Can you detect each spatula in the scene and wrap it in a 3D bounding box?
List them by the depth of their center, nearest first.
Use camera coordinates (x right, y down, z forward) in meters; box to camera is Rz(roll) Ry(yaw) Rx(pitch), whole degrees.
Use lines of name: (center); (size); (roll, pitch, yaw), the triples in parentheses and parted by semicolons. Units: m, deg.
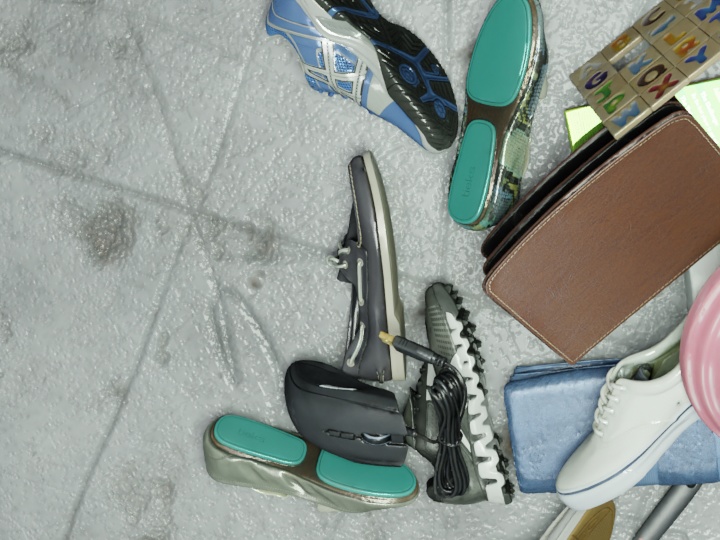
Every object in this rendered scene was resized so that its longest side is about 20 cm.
spatula: (0.233, 0.252, 1.182); (0.056, 0.021, 0.201); (38, 101, 7)

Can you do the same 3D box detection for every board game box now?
board game box: (0.275, -0.107, 1.124); (0.198, 0.030, 0.096); (-10, 98, 13)

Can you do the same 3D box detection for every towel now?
towel: (0.225, 0.130, 1.154); (0.198, 0.049, 0.113); (-6, 97, 9)

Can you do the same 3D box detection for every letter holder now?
letter holder: (0.183, -0.049, 1.053); (0.200, 0.101, 0.142); (-42, 130, 14)

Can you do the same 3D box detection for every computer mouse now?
computer mouse: (0.002, 0.109, 1.133); (0.199, 0.046, 0.142); (23, 127, 31)

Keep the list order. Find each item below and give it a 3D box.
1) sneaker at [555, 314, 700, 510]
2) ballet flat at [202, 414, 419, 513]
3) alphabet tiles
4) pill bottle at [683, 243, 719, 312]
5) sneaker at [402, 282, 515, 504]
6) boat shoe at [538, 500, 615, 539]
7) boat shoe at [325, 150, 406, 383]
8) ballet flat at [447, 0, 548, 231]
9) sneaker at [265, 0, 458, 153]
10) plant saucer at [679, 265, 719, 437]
sneaker: (0.219, 0.107, 1.081); (0.071, 0.073, 0.200); (39, 107, -15)
ballet flat: (-0.045, 0.181, 1.207); (0.198, 0.068, 0.064); (15, 127, 8)
alphabet tiles: (0.257, -0.190, 1.049); (0.200, 0.167, 0.008); (-39, 110, 12)
pill bottle: (0.361, 0.000, 1.081); (0.198, 0.112, 0.113); (-7, 96, 10)
sneaker: (0.069, 0.113, 1.168); (0.090, 0.066, 0.202); (-13, 97, 8)
boat shoe: (0.144, 0.269, 1.175); (0.069, 0.071, 0.201); (34, 91, 46)
boat shoe: (0.000, 0.000, 1.162); (0.062, 0.073, 0.202); (-6, 101, 7)
ballet flat: (0.121, -0.132, 1.130); (0.074, 0.074, 0.202); (17, 104, 7)
sneaker: (0.003, -0.173, 1.148); (0.200, 0.076, 0.077); (47, 128, -1)
plant saucer: (0.338, 0.060, 1.003); (0.198, 0.051, 0.202); (-3, 118, -6)
